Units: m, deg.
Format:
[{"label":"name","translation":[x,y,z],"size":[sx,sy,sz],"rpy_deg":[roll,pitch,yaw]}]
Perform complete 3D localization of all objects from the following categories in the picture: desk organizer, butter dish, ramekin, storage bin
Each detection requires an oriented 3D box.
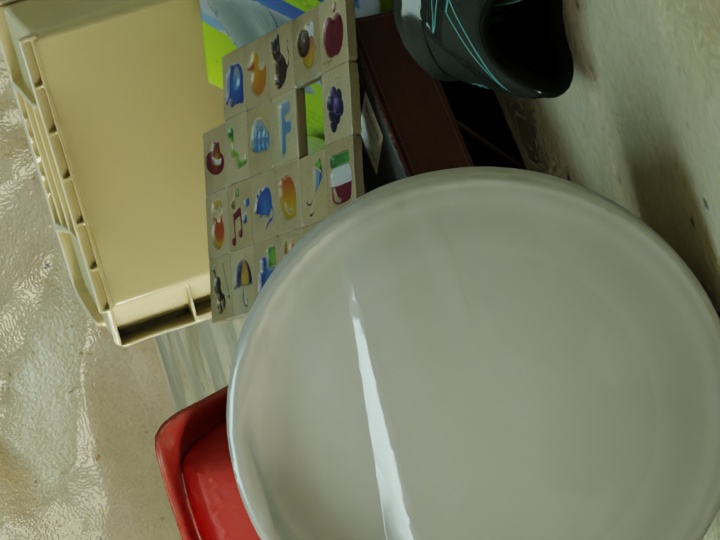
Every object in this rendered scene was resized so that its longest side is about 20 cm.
[{"label":"desk organizer","translation":[0.055,-0.027,1.242],"size":[0.072,0.077,0.200],"rpy_deg":[98,155,-60]},{"label":"butter dish","translation":[-0.022,0.166,1.880],"size":[0.199,0.148,0.200],"rpy_deg":[-27,-77,-55]},{"label":"ramekin","translation":[0.047,0.051,1.111],"size":[0.094,0.202,0.202],"rpy_deg":[-95,-11,-79]},{"label":"storage bin","translation":[-0.086,-0.084,1.579],"size":[0.094,0.200,0.199],"rpy_deg":[-138,31,-67]}]

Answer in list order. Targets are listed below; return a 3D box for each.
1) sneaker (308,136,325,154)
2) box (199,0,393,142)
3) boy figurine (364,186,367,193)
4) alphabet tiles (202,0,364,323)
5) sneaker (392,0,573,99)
[{"label":"sneaker","translation":[-0.024,0.011,1.419],"size":[0.085,0.073,0.200],"rpy_deg":[19,-132,-51]},{"label":"box","translation":[-0.025,-0.145,1.413],"size":[0.122,0.048,0.200],"rpy_deg":[29,152,19]},{"label":"boy figurine","translation":[0.000,0.000,1.359],"size":[0.200,0.124,0.064],"rpy_deg":[-77,-12,-45]},{"label":"alphabet tiles","translation":[-0.038,-0.033,1.311],"size":[0.200,0.008,0.167],"rpy_deg":[163,105,-67]},{"label":"sneaker","translation":[0.050,-0.158,1.120],"size":[0.079,0.075,0.200],"rpy_deg":[37,151,46]}]
